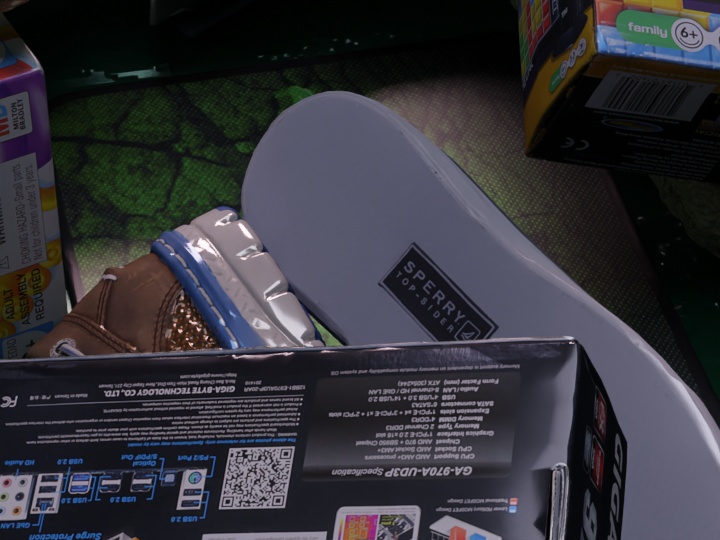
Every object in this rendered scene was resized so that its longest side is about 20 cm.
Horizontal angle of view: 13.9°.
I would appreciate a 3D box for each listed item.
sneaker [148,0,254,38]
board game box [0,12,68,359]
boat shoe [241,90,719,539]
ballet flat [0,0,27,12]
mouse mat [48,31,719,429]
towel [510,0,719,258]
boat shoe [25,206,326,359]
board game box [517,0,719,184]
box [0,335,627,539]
[{"bbox_3d":[-0.012,-0.114,0.890,0.198,0.080,0.130,18,52,8],"label":"sneaker"},{"bbox_3d":[-0.186,-0.008,0.743,0.199,0.105,0.103,-20,44,-20],"label":"board game box"},{"bbox_3d":[0.042,0.031,0.718,0.069,0.057,0.200,-43,55,9],"label":"boat shoe"},{"bbox_3d":[-0.165,-0.085,0.717,0.198,0.071,0.065,1,15,-3],"label":"ballet flat"},{"bbox_3d":[0.000,0.000,0.806,0.160,0.008,0.201,-9,42,-9],"label":"mouse mat"},{"bbox_3d":[0.095,-0.107,0.846,0.148,0.037,0.200,-32,78,-29],"label":"towel"},{"bbox_3d":[-0.017,0.072,0.681,0.072,0.072,0.200,-28,46,-8],"label":"boat shoe"},{"bbox_3d":[0.140,-0.101,0.805,0.199,0.057,0.166,8,59,-15],"label":"board game box"},{"bbox_3d":[-0.051,0.095,0.600,0.199,0.046,0.160,-3,56,17],"label":"box"}]
